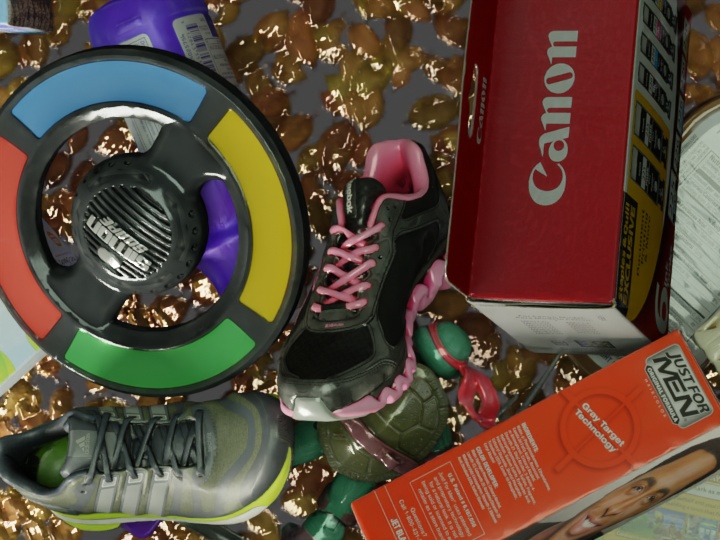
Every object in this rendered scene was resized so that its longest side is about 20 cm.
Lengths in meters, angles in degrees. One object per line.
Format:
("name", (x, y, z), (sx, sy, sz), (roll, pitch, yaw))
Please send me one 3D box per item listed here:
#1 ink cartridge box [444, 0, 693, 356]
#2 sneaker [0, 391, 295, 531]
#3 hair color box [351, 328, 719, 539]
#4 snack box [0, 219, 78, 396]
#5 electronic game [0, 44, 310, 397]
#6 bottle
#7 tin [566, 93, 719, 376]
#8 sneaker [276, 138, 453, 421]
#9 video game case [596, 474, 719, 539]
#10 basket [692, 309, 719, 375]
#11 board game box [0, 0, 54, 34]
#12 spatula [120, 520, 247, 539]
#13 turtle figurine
("ink cartridge box", (0.113, -0.069, 1.202), (0.084, 0.176, 0.201), (2, 78, 20))
("sneaker", (-0.122, 0.106, 1.275), (0.200, 0.081, 0.074), (-16, 67, 34))
("hair color box", (0.105, 0.114, 1.238), (0.200, 0.102, 0.061), (-29, 68, 7))
("snack box", (-0.270, 0.030, 1.345), (0.200, 0.053, 0.142), (-42, 90, 7))
("electronic game", (-0.122, -0.025, 1.255), (0.199, 0.042, 0.201), (6, 110, 17))
("bottle", (-0.088, -0.064, 1.302), (0.065, 0.084, 0.201), (-23, 91, 14))
("tin", (0.193, -0.015, 1.295), (0.112, 0.042, 0.200), (42, 97, -2))
("sneaker", (0.000, 0.000, 1.236), (0.079, 0.200, 0.096), (0, 126, 23))
("video game case", (0.223, 0.188, 1.312), (0.199, 0.022, 0.183), (13, 95, 7))
("basket", (0.291, 0.034, 1.223), (0.200, 0.136, 0.123), (-41, 64, 7))
("board game box", (-0.285, -0.215, 1.309), (0.199, 0.097, 0.160), (-1, 94, 7))
("spatula", (-0.079, 0.160, 1.346), (0.200, 0.021, 0.057), (33, 96, 3))
("turtle figurine", (0.009, 0.080, 1.296), (0.200, 0.101, 0.150), (-43, 84, 15))
